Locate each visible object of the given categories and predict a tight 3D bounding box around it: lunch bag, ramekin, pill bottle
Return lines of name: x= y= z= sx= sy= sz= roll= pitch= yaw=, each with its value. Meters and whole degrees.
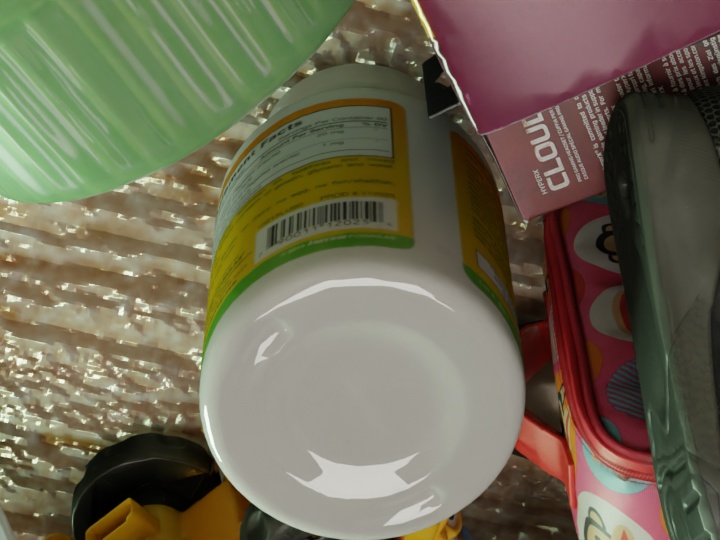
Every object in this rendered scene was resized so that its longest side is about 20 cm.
lunch bag: x=0.138 y=0.037 z=0.884 sx=0.176 sy=0.200 sz=0.082 roll=-5 pitch=123 yaw=1
ramekin: x=-0.088 y=-0.116 z=0.805 sx=0.200 sy=0.200 sz=0.098 roll=-29 pitch=122 yaw=14
pill bottle: x=0.000 y=0.000 z=0.861 sx=0.111 sy=0.200 sz=0.111 roll=0 pitch=118 yaw=0

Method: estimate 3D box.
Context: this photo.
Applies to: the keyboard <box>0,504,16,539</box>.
keyboard: x=-0.154 y=0.126 z=0.945 sx=0.011 sy=0.200 sz=0.056 roll=7 pitch=135 yaw=-50

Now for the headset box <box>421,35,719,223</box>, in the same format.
headset box: x=0.113 y=-0.106 z=0.836 sx=0.200 sy=0.149 sz=0.077 roll=-22 pitch=116 yaw=9

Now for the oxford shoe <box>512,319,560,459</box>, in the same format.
oxford shoe: x=0.132 y=0.070 z=0.967 sx=0.200 sy=0.084 sz=0.073 roll=11 pitch=119 yaw=-5

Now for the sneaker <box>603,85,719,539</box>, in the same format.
sneaker: x=0.148 y=0.036 z=0.753 sx=0.114 sy=0.076 sz=0.200 roll=-6 pitch=81 yaw=-4

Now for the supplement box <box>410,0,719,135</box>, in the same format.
supplement box: x=0.047 y=-0.149 z=0.738 sx=0.103 sy=0.200 sz=0.131 roll=-24 pitch=114 yaw=7

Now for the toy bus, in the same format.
toy bus: x=-0.015 y=0.143 z=0.979 sx=0.200 sy=0.136 sz=0.192 roll=-39 pitch=117 yaw=16
